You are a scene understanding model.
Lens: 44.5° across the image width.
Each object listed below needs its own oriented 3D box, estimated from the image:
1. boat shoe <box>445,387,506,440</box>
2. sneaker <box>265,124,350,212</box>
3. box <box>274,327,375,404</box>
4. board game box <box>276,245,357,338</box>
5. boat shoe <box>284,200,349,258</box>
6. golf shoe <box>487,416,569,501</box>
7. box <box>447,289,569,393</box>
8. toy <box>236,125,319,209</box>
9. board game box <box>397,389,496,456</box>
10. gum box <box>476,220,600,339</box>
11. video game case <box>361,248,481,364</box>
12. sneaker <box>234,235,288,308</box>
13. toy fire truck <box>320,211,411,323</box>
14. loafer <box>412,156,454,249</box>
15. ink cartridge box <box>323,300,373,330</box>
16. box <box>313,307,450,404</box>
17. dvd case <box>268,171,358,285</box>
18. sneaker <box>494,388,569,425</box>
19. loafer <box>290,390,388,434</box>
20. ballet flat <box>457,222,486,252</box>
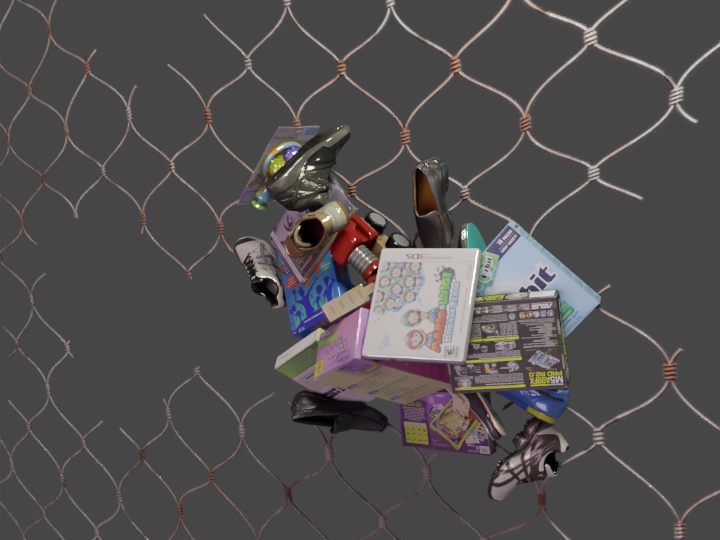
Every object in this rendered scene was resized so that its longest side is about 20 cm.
[{"bbox_3d":[0.194,0.236,1.597,0.062,0.071,0.200,-37,49,3],"label":"boat shoe"},{"bbox_3d":[-0.079,-0.187,1.693,0.114,0.199,0.076,49,165,-25],"label":"sneaker"},{"bbox_3d":[-0.050,0.201,1.749,0.200,0.036,0.144,33,133,-25],"label":"box"},{"bbox_3d":[-0.090,0.015,1.757,0.152,0.045,0.201,-32,60,37],"label":"board game box"},{"bbox_3d":[-0.099,-0.070,1.651,0.074,0.066,0.200,58,142,3],"label":"boat shoe"},{"bbox_3d":[0.301,0.359,1.587,0.094,0.078,0.201,37,122,22],"label":"golf shoe"},{"bbox_3d":[0.241,0.122,1.479,0.199,0.044,0.161,-6,103,20],"label":"box"},{"bbox_3d":[-0.155,-0.196,1.746,0.047,0.115,0.200,52,126,20],"label":"toy"},{"bbox_3d":[0.163,0.288,1.699,0.199,0.032,0.121,-1,104,36],"label":"board game box"},{"bbox_3d":[0.275,0.044,1.496,0.200,0.045,0.170,42,111,5],"label":"gum box"},{"bbox_3d":[0.103,0.056,1.477,0.181,0.024,0.201,1,67,26],"label":"video game case"},{"bbox_3d":[-0.208,0.001,1.856,0.200,0.088,0.076,42,124,22],"label":"sneaker"},{"bbox_3d":[0.000,0.000,1.633,0.176,0.200,0.129,44,123,18],"label":"toy fire truck"},{"bbox_3d":[0.122,-0.103,1.598,0.073,0.072,0.201,-2,101,35],"label":"loafer"},{"bbox_3d":[-0.012,0.143,1.741,0.109,0.050,0.200,39,132,-24],"label":"ink cartridge box"},{"bbox_3d":[0.044,0.161,1.609,0.176,0.199,0.097,-36,42,57],"label":"box"},{"bbox_3d":[-0.098,-0.092,1.744,0.200,0.016,0.149,-53,50,23],"label":"dvd case"},{"bbox_3d":[0.281,0.196,1.574,0.200,0.066,0.079,28,99,30],"label":"sneaker"},{"bbox_3d":[-0.044,0.300,1.777,0.200,0.071,0.068,14,141,-5],"label":"loafer"},{"bbox_3d":[0.207,0.016,1.572,0.073,0.073,0.201,-25,89,37],"label":"ballet flat"}]
